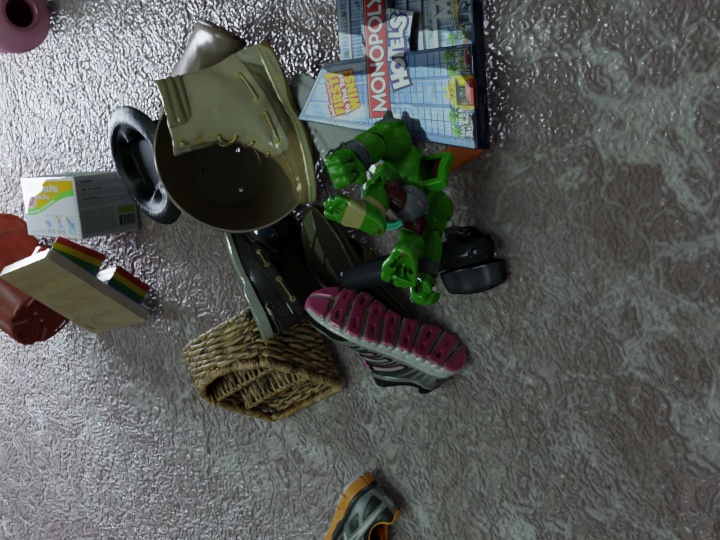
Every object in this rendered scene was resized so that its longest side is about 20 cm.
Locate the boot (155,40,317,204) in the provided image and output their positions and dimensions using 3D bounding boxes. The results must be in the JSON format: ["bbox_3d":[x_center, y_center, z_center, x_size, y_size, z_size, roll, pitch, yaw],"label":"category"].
[{"bbox_3d":[-0.144,-0.154,1.036,0.073,0.154,0.201,-178,67,-77],"label":"boot"}]

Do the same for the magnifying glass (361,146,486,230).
[{"bbox_3d":[0.069,-0.107,1.005,0.199,0.022,0.080,-28,81,45],"label":"magnifying glass"}]

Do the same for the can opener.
[{"bbox_3d":[0.063,-0.005,0.984,0.199,0.063,0.079,-8,91,27],"label":"can opener"}]

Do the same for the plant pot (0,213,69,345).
[{"bbox_3d":[-0.657,0.028,1.670,0.195,0.200,0.202,36,125,22],"label":"plant pot"}]

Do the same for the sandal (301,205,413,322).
[{"bbox_3d":[0.000,0.000,1.090,0.200,0.055,0.082,45,137,8],"label":"sandal"}]

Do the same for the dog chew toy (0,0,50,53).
[{"bbox_3d":[-0.629,-0.440,1.545,0.199,0.124,0.126,5,106,52],"label":"dog chew toy"}]

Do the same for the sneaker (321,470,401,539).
[{"bbox_3d":[-0.005,0.369,1.185,0.077,0.078,0.201,32,125,24],"label":"sneaker"}]

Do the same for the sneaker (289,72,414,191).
[{"bbox_3d":[-0.029,-0.165,1.029,0.200,0.076,0.081,39,102,36],"label":"sneaker"}]

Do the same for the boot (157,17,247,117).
[{"bbox_3d":[-0.217,-0.254,1.157,0.147,0.070,0.200,-61,17,6],"label":"boot"}]

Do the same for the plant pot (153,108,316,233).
[{"bbox_3d":[-0.167,-0.141,1.135,0.134,0.199,0.202,161,92,-75],"label":"plant pot"}]

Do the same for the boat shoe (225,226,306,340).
[{"bbox_3d":[-0.122,0.007,1.095,0.202,0.060,0.072,-119,11,-46],"label":"boat shoe"}]

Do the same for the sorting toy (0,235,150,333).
[{"bbox_3d":[-0.477,0.019,1.490,0.199,0.198,0.070,-12,48,46],"label":"sorting toy"}]

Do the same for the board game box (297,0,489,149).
[{"bbox_3d":[0.029,-0.220,0.923,0.198,0.062,0.202,-2,96,22],"label":"board game box"}]

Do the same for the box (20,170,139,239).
[{"bbox_3d":[-0.482,-0.114,1.494,0.199,0.112,0.102,5,104,45],"label":"box"}]

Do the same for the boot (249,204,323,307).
[{"bbox_3d":[-0.103,-0.017,1.152,0.200,0.074,0.098,30,125,49],"label":"boot"}]

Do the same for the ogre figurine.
[{"bbox_3d":[0.041,-0.068,0.881,0.200,0.120,0.098,41,145,-19],"label":"ogre figurine"}]

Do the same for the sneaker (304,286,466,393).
[{"bbox_3d":[0.021,0.091,1.035,0.199,0.074,0.088,23,134,-2],"label":"sneaker"}]

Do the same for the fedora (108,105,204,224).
[{"bbox_3d":[-0.288,-0.165,1.288,0.200,0.091,0.202,35,140,36],"label":"fedora"}]

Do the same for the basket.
[{"bbox_3d":[-0.144,0.139,1.206,0.200,0.142,0.150,-30,80,46],"label":"basket"}]
